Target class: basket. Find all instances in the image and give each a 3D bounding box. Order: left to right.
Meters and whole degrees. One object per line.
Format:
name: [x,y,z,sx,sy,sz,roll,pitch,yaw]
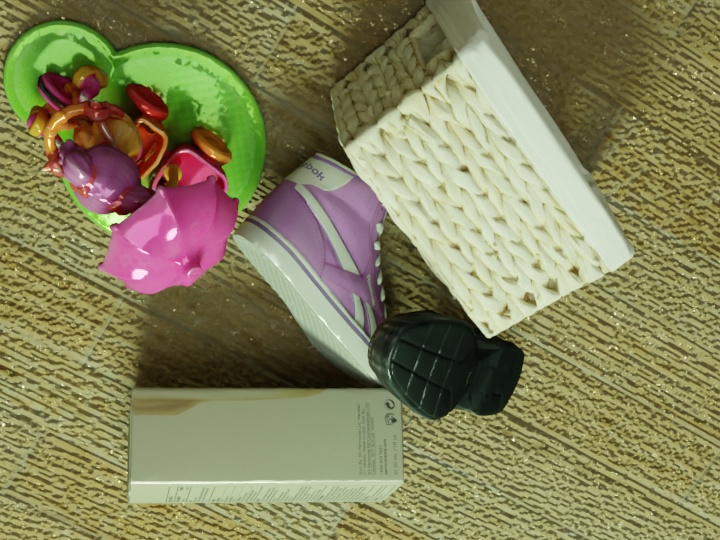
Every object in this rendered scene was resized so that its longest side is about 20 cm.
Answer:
basket: [0.079,-0.074,1.062,0.123,0.136,0.201,-33,115,11]

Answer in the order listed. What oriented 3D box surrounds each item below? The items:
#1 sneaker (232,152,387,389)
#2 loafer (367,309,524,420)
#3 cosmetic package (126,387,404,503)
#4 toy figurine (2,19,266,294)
sneaker: [0.000,0.000,1.116,0.115,0.072,0.201,-50,135,-17]
loafer: [0.047,0.063,1.092,0.200,0.072,0.074,25,89,-62]
cosmetic package: [-0.073,0.130,1.133,0.197,0.105,0.072,2,74,-11]
toy figurine: [-0.148,-0.066,0.999,0.199,0.184,0.150,36,104,-20]
